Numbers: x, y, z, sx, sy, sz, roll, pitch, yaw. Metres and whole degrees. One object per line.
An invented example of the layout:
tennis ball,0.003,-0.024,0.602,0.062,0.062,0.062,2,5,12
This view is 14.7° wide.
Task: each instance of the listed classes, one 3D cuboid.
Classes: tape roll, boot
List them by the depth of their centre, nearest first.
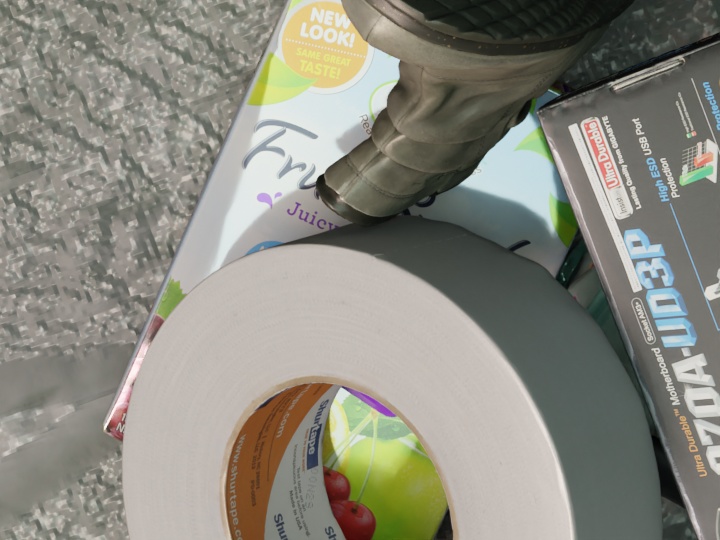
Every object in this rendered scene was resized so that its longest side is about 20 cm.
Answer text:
boot,0.028,-0.062,0.969,0.068,0.200,0.131,44,115,12
tape roll,0.009,0.083,1.025,0.200,0.066,0.201,8,104,34

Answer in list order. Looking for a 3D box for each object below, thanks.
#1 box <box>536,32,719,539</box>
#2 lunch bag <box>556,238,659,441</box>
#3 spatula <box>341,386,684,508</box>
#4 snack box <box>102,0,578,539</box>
box,0.171,0.006,0.991,0.159,0.046,0.200,-21,92,15
lunch bag,0.191,-0.006,1.076,0.170,0.122,0.200,37,105,-3
spatula,0.060,0.050,1.057,0.200,0.021,0.057,24,124,10
snack box,0.000,0.000,1.116,0.142,0.053,0.200,24,100,-3
